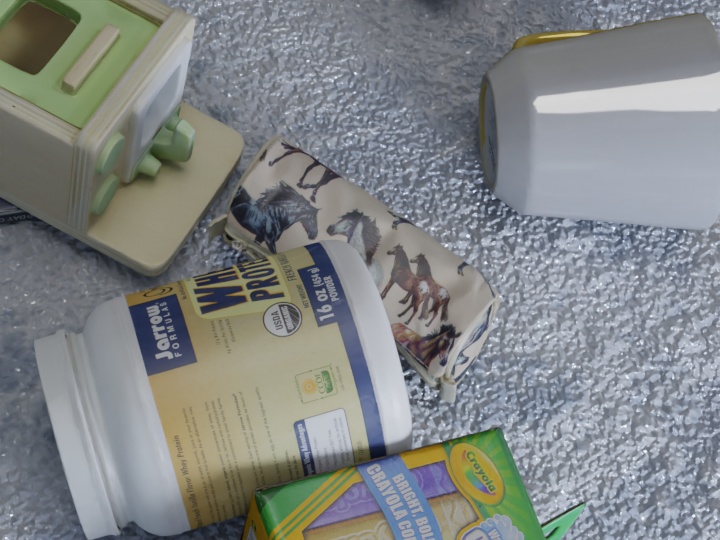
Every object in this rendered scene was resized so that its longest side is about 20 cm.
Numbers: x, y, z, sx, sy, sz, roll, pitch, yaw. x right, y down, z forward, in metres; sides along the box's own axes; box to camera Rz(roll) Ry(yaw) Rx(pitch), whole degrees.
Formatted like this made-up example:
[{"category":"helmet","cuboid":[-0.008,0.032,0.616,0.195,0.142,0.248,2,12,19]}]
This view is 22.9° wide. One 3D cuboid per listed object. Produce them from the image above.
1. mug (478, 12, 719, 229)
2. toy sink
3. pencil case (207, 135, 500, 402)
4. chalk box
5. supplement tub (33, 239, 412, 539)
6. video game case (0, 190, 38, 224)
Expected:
[{"category":"mug","cuboid":[0.161,-0.100,1.245,0.152,0.187,0.150,-4,93,-5]},{"category":"toy sink","cuboid":[-0.180,-0.112,1.147,0.199,0.112,0.131,29,58,5]},{"category":"pencil case","cuboid":[0.000,0.000,1.163,0.200,0.078,0.090,35,71,9]},{"category":"chalk box","cuboid":[0.041,0.181,1.038,0.199,0.125,0.124,-11,63,-17]},{"category":"supplement tub","cuboid":[-0.082,0.073,1.052,0.199,0.145,0.145,-16,64,-8]},{"category":"video game case","cuboid":[-0.266,-0.092,1.192,0.199,0.019,0.143,-9,63,-19]}]
